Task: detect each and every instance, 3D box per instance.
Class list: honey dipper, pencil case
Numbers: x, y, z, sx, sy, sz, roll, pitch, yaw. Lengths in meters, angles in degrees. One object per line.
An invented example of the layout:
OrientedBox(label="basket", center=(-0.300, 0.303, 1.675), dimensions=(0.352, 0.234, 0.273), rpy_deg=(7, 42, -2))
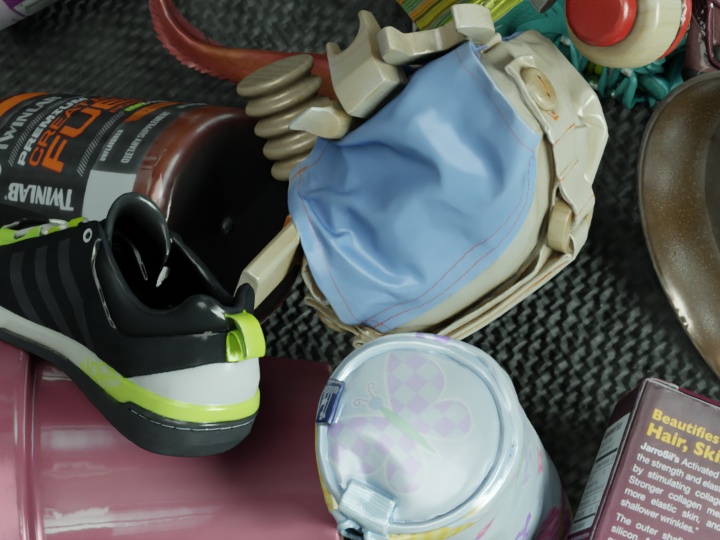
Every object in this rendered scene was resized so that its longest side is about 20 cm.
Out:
OrientedBox(label="honey dipper", center=(0.000, 0.000, 1.087), dimensions=(0.038, 0.038, 0.201), rpy_deg=(-21, 107, 11))
OrientedBox(label="pencil case", center=(0.039, 0.094, 1.012), dimensions=(0.083, 0.200, 0.091), rpy_deg=(12, 75, 16))

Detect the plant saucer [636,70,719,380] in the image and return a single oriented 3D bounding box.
OrientedBox(label="plant saucer", center=(0.197, 0.000, 1.007), dimensions=(0.032, 0.201, 0.200), rpy_deg=(-34, 62, -26))

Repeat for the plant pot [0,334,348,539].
OrientedBox(label="plant pot", center=(-0.095, 0.112, 1.066), dimensions=(0.177, 0.200, 0.202), rpy_deg=(-6, 71, 0))

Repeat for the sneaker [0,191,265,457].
OrientedBox(label="sneaker", center=(-0.100, 0.000, 0.997), dimensions=(0.200, 0.071, 0.083), rpy_deg=(32, 120, 38))

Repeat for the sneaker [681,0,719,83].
OrientedBox(label="sneaker", center=(0.144, -0.144, 1.052), dimensions=(0.199, 0.076, 0.116), rpy_deg=(25, 86, 7))

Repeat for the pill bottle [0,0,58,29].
OrientedBox(label="pill bottle", center=(-0.128, -0.211, 1.210), dimensions=(0.199, 0.112, 0.113), rpy_deg=(-27, 67, 8))

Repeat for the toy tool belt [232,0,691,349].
OrientedBox(label="toy tool belt", center=(0.037, -0.051, 0.967), dimensions=(0.200, 0.123, 0.125), rpy_deg=(-48, 67, 30))

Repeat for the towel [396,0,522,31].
OrientedBox(label="towel", center=(0.037, -0.170, 1.139), dimensions=(0.086, 0.018, 0.200), rpy_deg=(-37, 34, 3))

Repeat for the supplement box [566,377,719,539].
OrientedBox(label="supplement box", center=(0.130, 0.160, 1.005), dimensions=(0.110, 0.086, 0.201), rpy_deg=(21, 80, 0))

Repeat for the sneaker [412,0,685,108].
OrientedBox(label="sneaker", center=(0.119, -0.115, 1.122), dimensions=(0.198, 0.077, 0.080), rpy_deg=(-5, 80, 17))

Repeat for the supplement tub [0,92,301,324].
OrientedBox(label="supplement tub", center=(-0.126, -0.029, 1.139), dimensions=(0.199, 0.107, 0.108), rpy_deg=(7, 74, 41))

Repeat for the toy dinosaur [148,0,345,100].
OrientedBox(label="toy dinosaur", center=(0.004, -0.060, 1.096), dimensions=(0.181, 0.199, 0.106), rpy_deg=(-10, 53, 61))
